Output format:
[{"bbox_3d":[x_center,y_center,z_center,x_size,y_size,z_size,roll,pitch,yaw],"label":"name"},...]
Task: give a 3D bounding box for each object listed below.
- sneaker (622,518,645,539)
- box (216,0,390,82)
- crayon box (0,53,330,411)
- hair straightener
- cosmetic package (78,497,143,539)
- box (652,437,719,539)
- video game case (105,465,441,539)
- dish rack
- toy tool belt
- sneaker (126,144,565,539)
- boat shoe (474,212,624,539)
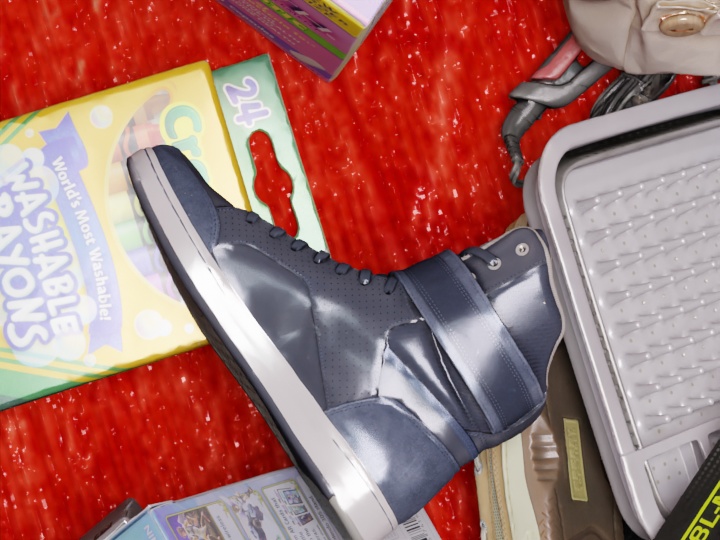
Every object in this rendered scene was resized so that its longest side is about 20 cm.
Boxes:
[{"bbox_3d":[0.139,0.205,1.081,0.080,0.074,0.202,7,92,-16],"label":"sneaker"},{"bbox_3d":[-0.049,-0.181,1.007,0.175,0.200,0.097,36,85,-3],"label":"box"},{"bbox_3d":[-0.117,-0.017,1.068,0.198,0.052,0.127,-18,90,-6],"label":"crayon box"},{"bbox_3d":[0.143,-0.109,1.098,0.077,0.041,0.200,41,80,-3],"label":"hair straightener"},{"bbox_3d":[-0.073,0.205,1.036,0.090,0.107,0.200,-42,90,-4],"label":"cosmetic package"},{"bbox_3d":[0.208,0.151,1.037,0.193,0.047,0.201,44,76,-39],"label":"box"},{"bbox_3d":[-0.003,0.181,0.993,0.045,0.181,0.201,-38,75,29],"label":"video game case"},{"bbox_3d":[0.154,0.022,1.068,0.171,0.043,0.202,-17,89,-37],"label":"dish rack"},{"bbox_3d":[0.137,-0.195,1.034,0.124,0.123,0.202,0,71,17],"label":"toy tool belt"},{"bbox_3d":[0.000,0.001,1.008,0.146,0.077,0.203,-35,80,-7],"label":"sneaker"},{"bbox_3d":[0.074,0.071,1.073,0.071,0.076,0.202,19,63,-37],"label":"boat shoe"}]
